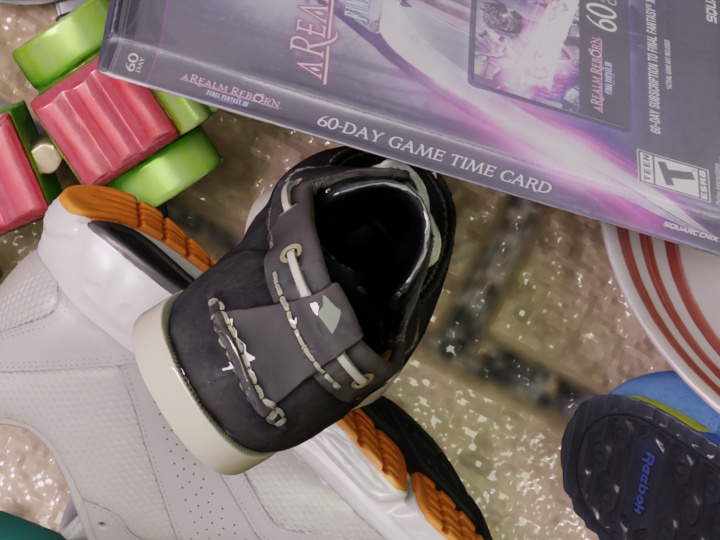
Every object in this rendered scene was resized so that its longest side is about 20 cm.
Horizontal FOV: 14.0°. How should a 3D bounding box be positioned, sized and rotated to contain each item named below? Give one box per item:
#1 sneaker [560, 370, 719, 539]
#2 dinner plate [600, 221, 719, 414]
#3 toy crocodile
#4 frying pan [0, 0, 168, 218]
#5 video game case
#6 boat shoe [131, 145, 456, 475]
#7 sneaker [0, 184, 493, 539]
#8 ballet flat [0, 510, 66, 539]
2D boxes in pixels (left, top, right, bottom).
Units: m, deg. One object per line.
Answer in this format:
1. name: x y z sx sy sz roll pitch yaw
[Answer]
1. sneaker: 0.154 0.088 0.887 0.200 0.078 0.066 36 122 36
2. dinner plate: 0.170 -0.002 0.922 0.199 0.024 0.201 6 51 -7
3. toy crocodile: -0.109 -0.033 0.916 0.200 0.062 0.068 -28 98 3
4. frying pan: -0.087 -0.115 0.954 0.115 0.031 0.190 -40 101 -4
5. video game case: 0.024 -0.081 0.904 0.199 0.019 0.143 17 40 -11
6. boat shoe: 0.000 0.000 0.868 0.068 0.200 0.072 -36 94 22
7. sneaker: -0.041 0.065 0.911 0.200 0.076 0.092 41 103 -14
8. ballet flat: -0.073 0.127 0.912 0.199 0.067 0.071 19 95 1
